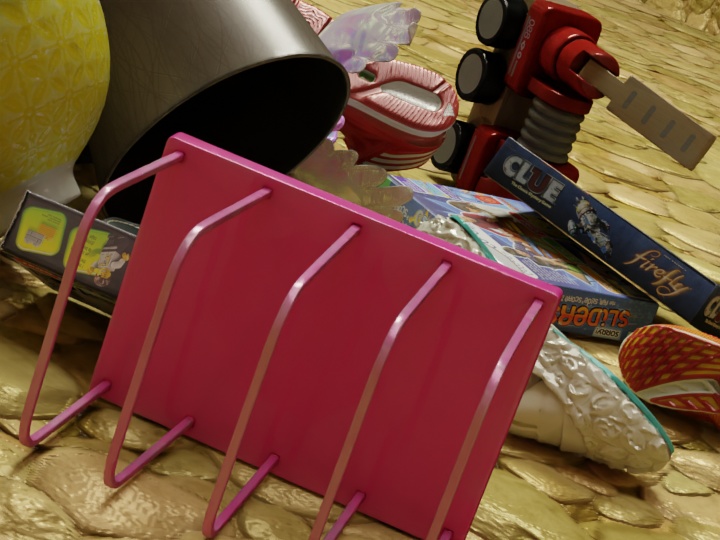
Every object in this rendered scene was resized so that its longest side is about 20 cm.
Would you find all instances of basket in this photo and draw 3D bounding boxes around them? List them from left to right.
[{"bbox_3d":[-0.119,-0.156,1.174,0.136,0.180,0.200,17,43,-54],"label":"basket"}]

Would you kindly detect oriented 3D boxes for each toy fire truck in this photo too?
[{"bbox_3d":[0.174,-0.117,1.524,0.129,0.176,0.200,10,19,-31],"label":"toy fire truck"}]

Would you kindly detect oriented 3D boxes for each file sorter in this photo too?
[{"bbox_3d":[-0.034,0.047,0.834,0.200,0.139,0.125,23,18,9],"label":"file sorter"}]

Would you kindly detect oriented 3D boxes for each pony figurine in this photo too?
[{"bbox_3d":[-0.059,-0.120,1.331,0.200,0.167,0.193,10,0,-39],"label":"pony figurine"}]

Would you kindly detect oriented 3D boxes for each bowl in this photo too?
[{"bbox_3d":[-0.214,-0.070,1.014,0.108,0.200,0.200,63,18,-5],"label":"bowl"}]

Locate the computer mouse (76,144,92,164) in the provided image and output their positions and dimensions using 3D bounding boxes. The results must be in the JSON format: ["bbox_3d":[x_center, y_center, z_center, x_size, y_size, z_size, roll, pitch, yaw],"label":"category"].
[{"bbox_3d":[-0.225,-0.082,1.222,0.059,0.034,0.200,16,18,41],"label":"computer mouse"}]

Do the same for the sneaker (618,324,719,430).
[{"bbox_3d":[0.263,0.084,1.183,0.200,0.073,0.077,29,9,19],"label":"sneaker"}]

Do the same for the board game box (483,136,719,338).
[{"bbox_3d":[0.196,-0.016,1.368,0.200,0.035,0.135,39,6,29],"label":"board game box"}]

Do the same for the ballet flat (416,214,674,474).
[{"bbox_3d":[0.090,0.055,1.070,0.200,0.072,0.072,47,24,14],"label":"ballet flat"}]

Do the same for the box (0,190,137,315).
[{"bbox_3d":[-0.080,0.023,0.967,0.200,0.035,0.110,23,-9,9],"label":"box"}]

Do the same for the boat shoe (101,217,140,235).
[{"bbox_3d":[-0.064,0.003,1.069,0.200,0.062,0.073,23,17,9],"label":"boat shoe"}]

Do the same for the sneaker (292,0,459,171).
[{"bbox_3d":[-0.026,-0.137,1.493,0.200,0.116,0.078,30,59,5],"label":"sneaker"}]

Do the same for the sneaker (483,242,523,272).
[{"bbox_3d":[0.000,0.000,1.136,0.200,0.070,0.108,20,10,25],"label":"sneaker"}]

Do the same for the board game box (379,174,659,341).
[{"bbox_3d":[0.108,-0.011,1.357,0.135,0.034,0.200,10,18,-30],"label":"board game box"}]
